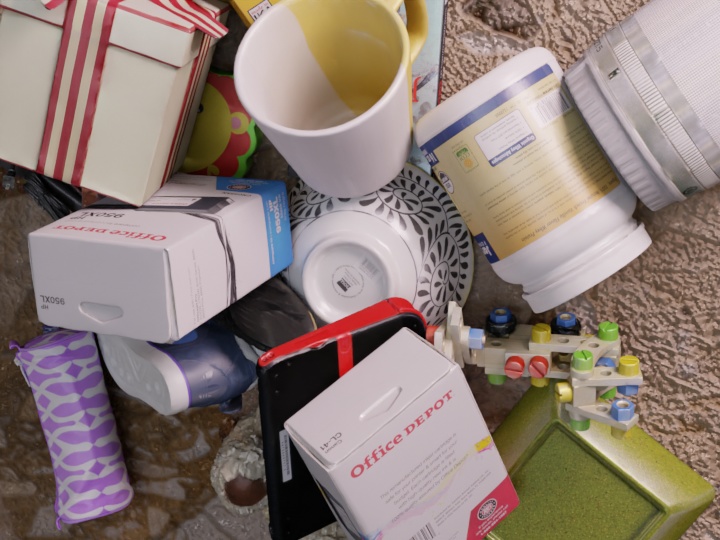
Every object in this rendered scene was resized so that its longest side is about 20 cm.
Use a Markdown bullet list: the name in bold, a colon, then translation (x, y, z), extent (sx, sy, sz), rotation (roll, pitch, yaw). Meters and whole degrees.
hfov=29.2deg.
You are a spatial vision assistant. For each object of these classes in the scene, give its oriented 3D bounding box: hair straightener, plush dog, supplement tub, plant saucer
- **hair straightener**: translation (-0.329, -0.086, 1.372), extent (0.200, 0.077, 0.041), rotation (46, 125, -1)
- **plush dog**: translation (-0.047, 0.158, 1.323), extent (0.171, 0.161, 0.200), rotation (-37, 132, 5)
- **supplement tub**: translation (0.153, -0.078, 1.216), extent (0.144, 0.144, 0.201), rotation (-31, 91, 17)
- **plant saucer**: translation (0.198, 0.226, 1.310), extent (0.199, 0.048, 0.200), rotation (38, 106, 5)

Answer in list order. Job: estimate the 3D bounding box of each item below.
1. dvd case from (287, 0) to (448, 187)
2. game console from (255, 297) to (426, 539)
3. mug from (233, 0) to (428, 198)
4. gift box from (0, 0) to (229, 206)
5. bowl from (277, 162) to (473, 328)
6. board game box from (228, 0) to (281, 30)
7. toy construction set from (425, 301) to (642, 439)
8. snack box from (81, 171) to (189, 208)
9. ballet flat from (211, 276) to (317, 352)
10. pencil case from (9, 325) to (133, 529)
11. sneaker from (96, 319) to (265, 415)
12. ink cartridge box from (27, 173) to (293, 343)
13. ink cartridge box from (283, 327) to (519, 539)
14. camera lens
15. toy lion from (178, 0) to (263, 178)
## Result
- **dvd case**: translation (0.006, -0.181, 1.298), extent (0.145, 0.022, 0.202), rotation (7, 103, 13)
- **game console**: translation (-0.013, 0.133, 1.236), extent (0.031, 0.176, 0.201), rotation (33, 135, 48)
- **mug**: translation (-0.002, -0.148, 1.203), extent (0.186, 0.153, 0.150), rotation (-26, 60, -1)
- **gift box**: translation (-0.217, -0.177, 1.200), extent (0.183, 0.200, 0.188), rotation (17, 108, -4)
- **bowl**: translation (0.000, 0.000, 1.284), extent (0.199, 0.094, 0.202), rotation (5, 108, 14)
- **board game box**: translation (-0.079, -0.316, 1.241), extent (0.153, 0.040, 0.201), rotation (-35, 79, -4)
- **toy construction set**: translation (0.156, 0.083, 1.246), extent (0.199, 0.131, 0.093), rotation (16, 120, 6)
- **snack box**: translation (-0.176, -0.060, 1.329), extent (0.199, 0.024, 0.072), rotation (18, 130, 12)
- **ballet flat**: translation (-0.111, 0.032, 1.294), extent (0.199, 0.057, 0.066), rotation (28, 64, 34)
- **pencil case**: translation (-0.291, 0.154, 1.398), extent (0.085, 0.084, 0.201), rotation (-16, 95, -18)
- **sneaker**: translation (-0.163, 0.070, 1.362), extent (0.200, 0.146, 0.081), rotation (29, 131, 51)
- **ink cartridge box**: translation (-0.169, -0.017, 1.199), extent (0.144, 0.200, 0.085), rotation (5, 111, 25)
- **ink cartridge box**: translation (0.041, 0.174, 1.220), extent (0.147, 0.086, 0.201), rotation (-38, 128, -16)
- **camera lens**: translation (0.292, -0.163, 1.158), extent (0.199, 0.160, 0.160), rotation (-34, 91, 17)
- **toy lion**: translation (-0.159, -0.176, 1.325), extent (0.200, 0.069, 0.192), rotation (-37, 97, 17)
